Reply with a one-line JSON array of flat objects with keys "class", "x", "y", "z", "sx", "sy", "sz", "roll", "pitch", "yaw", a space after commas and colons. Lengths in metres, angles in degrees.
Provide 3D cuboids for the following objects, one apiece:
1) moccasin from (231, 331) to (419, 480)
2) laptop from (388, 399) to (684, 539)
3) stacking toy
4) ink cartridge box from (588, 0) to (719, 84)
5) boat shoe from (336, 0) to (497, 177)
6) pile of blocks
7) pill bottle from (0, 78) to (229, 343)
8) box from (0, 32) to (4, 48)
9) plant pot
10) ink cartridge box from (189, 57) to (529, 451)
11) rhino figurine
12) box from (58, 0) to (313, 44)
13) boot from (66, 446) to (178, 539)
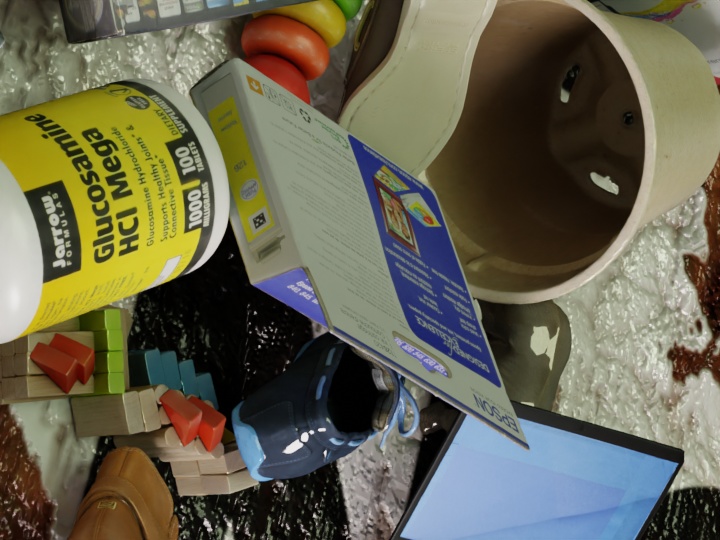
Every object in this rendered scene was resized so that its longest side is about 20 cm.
[{"class": "moccasin", "x": -0.004, "y": 0.078, "z": 1.425, "sx": 0.080, "sy": 0.068, "sz": 0.200, "roll": 67, "pitch": 24, "yaw": -9}, {"class": "laptop", "x": 0.110, "y": 0.198, "z": 1.462, "sx": 0.177, "sy": 0.103, "sz": 0.200, "roll": 17, "pitch": 55, "yaw": -33}, {"class": "stacking toy", "x": -0.034, "y": -0.166, "z": 1.462, "sx": 0.085, "sy": 0.085, "sz": 0.200, "roll": 37, "pitch": 66, "yaw": -36}, {"class": "ink cartridge box", "x": 0.198, "y": -0.205, "z": 1.647, "sx": 0.200, "sy": 0.146, "sz": 0.083, "roll": 30, "pitch": 67, "yaw": -39}, {"class": "boat shoe", "x": 0.029, "y": -0.133, "z": 1.470, "sx": 0.072, "sy": 0.200, "sz": 0.060, "roll": 7, "pitch": 36, "yaw": -21}, {"class": "pile of blocks", "x": -0.116, "y": 0.064, "z": 1.355, "sx": 0.200, "sy": 0.062, "sz": 0.082, "roll": 32, "pitch": 64, "yaw": -39}, {"class": "pill bottle", "x": -0.172, "y": -0.026, "z": 1.271, "sx": 0.200, "sy": 0.112, "sz": 0.112, "roll": -23, "pitch": 101, "yaw": -45}, {"class": "box", "x": -0.295, "y": -0.125, "z": 1.163, "sx": 0.200, "sy": 0.107, "sz": 0.148, "roll": 52, "pitch": 52, "yaw": -27}, {"class": "plant pot", "x": 0.135, "y": -0.089, "z": 1.555, "sx": 0.183, "sy": 0.200, "sz": 0.201, "roll": -12, "pitch": 94, "yaw": -57}, {"class": "ink cartridge box", "x": 0.000, "y": 0.000, "z": 1.378, "sx": 0.198, "sy": 0.047, "sz": 0.200, "roll": 33, "pitch": 32, "yaw": -47}, {"class": "rhino figurine", "x": 0.081, "y": 0.103, "z": 1.530, "sx": 0.060, "sy": 0.087, "sz": 0.200, "roll": 16, "pitch": 84, "yaw": -39}, {"class": "box", "x": -0.089, "y": -0.216, "z": 1.336, "sx": 0.200, "sy": 0.049, "sz": 0.161, "roll": -16, "pitch": 99, "yaw": -46}, {"class": "boot", "x": -0.126, "y": 0.209, "z": 1.321, "sx": 0.155, "sy": 0.074, "sz": 0.200, "roll": -83, "pitch": 177, "yaw": -54}]
